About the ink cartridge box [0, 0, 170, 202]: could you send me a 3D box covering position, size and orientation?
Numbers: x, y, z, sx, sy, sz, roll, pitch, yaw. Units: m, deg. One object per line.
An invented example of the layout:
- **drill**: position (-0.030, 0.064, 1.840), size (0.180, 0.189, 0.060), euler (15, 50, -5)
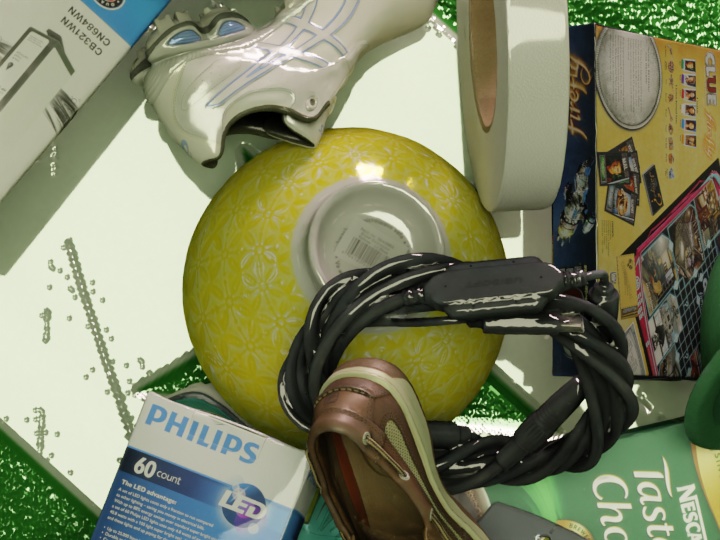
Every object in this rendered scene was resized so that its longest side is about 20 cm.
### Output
- **ink cartridge box**: position (-0.226, -0.129, 1.619), size (0.146, 0.084, 0.200), euler (41, 78, -10)

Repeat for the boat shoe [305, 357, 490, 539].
- **boat shoe**: position (0.021, 0.151, 1.533), size (0.074, 0.075, 0.203), euler (-18, 110, 29)

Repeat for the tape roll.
- **tape roll**: position (0.086, -0.134, 1.616), size (0.037, 0.203, 0.204), euler (-3, 86, -5)

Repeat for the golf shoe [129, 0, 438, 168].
- **golf shoe**: position (-0.033, -0.116, 1.651), size (0.199, 0.078, 0.098), euler (-20, 73, -22)

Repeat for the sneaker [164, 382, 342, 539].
- **sneaker**: position (-0.050, 0.148, 1.646), size (0.200, 0.080, 0.078), euler (36, 110, 4)

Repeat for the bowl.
- **bowl**: position (0.000, 0.000, 1.629), size (0.199, 0.108, 0.201), euler (3, 74, -9)

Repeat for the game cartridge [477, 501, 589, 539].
- **game cartridge**: position (0.121, 0.228, 1.586), size (0.200, 0.041, 0.133), euler (39, 94, 29)

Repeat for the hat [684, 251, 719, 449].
- **hat**: position (0.221, -0.016, 1.665), size (0.199, 0.166, 0.176), euler (-14, 53, -37)

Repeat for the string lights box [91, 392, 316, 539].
- **string lights box**: position (-0.104, 0.181, 1.562), size (0.102, 0.059, 0.201), euler (20, 82, 9)

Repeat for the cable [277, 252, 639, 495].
- **cable**: position (0.053, 0.061, 1.573), size (0.199, 0.164, 0.051), euler (-8, 42, 6)

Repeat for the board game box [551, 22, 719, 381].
- **board game box**: position (0.165, -0.036, 1.651), size (0.034, 0.135, 0.201), euler (-3, 84, 41)

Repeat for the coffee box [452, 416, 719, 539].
- **coffee box**: position (0.132, 0.162, 1.674), size (0.199, 0.044, 0.124), euler (-11, 87, -3)
